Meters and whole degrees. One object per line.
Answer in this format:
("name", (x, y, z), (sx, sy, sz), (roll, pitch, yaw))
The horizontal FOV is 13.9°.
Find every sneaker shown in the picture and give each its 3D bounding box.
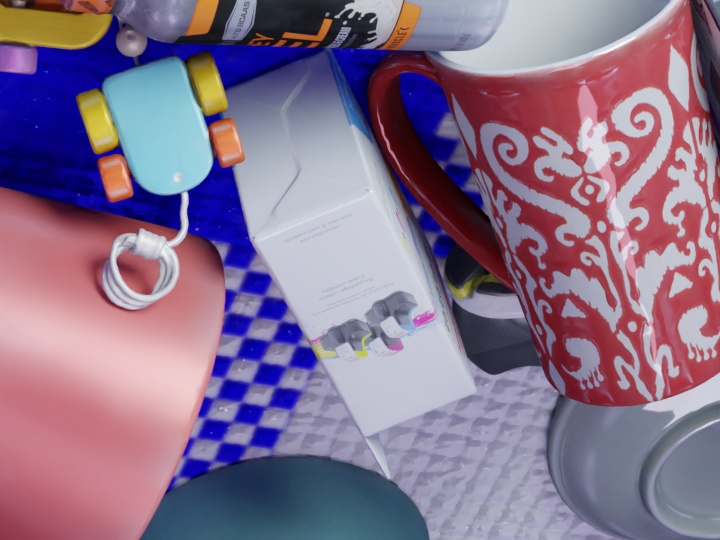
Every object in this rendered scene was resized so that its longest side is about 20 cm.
("sneaker", (0.143, 0.012, 1.593), (0.199, 0.075, 0.085), (0, 138, -3))

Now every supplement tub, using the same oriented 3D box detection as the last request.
("supplement tub", (-0.035, -0.163, 1.340), (0.200, 0.123, 0.123), (1, 131, -15))

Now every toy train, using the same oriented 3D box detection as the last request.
("toy train", (-0.156, -0.076, 1.402), (0.200, 0.056, 0.150), (32, 92, -8))

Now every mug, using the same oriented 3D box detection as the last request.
("mug", (0.108, -0.051, 1.464), (0.133, 0.177, 0.200), (-30, 120, -20))

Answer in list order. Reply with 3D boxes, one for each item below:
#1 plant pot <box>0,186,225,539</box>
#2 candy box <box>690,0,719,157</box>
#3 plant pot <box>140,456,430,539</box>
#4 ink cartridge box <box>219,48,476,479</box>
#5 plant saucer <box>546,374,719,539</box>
("plant pot", (-0.188, 0.044, 1.455), (0.177, 0.201, 0.201), (23, 123, -18))
("candy box", (0.210, -0.086, 1.467), (0.061, 0.137, 0.200), (-20, 134, 2))
("plant pot", (-0.041, 0.233, 1.676), (0.200, 0.161, 0.201), (-7, 133, -8))
("ink cartridge box", (0.000, 0.000, 1.504), (0.068, 0.115, 0.200), (-22, 134, 6))
("plant saucer", (0.209, 0.102, 1.699), (0.200, 0.050, 0.200), (-8, 134, -8))
